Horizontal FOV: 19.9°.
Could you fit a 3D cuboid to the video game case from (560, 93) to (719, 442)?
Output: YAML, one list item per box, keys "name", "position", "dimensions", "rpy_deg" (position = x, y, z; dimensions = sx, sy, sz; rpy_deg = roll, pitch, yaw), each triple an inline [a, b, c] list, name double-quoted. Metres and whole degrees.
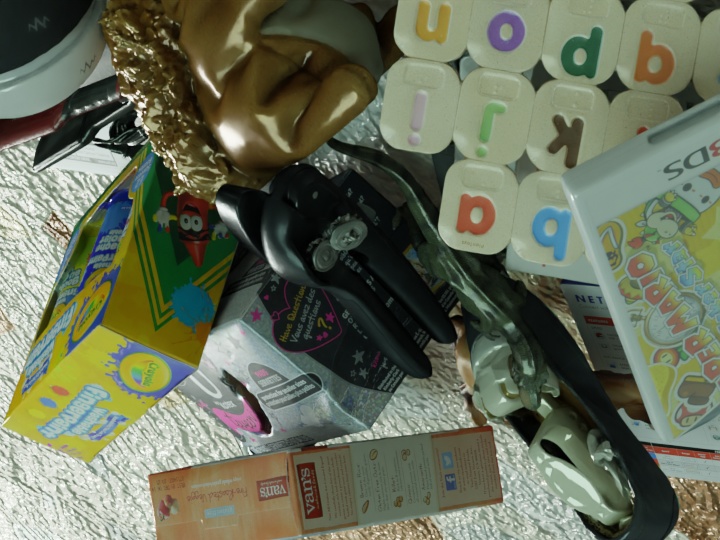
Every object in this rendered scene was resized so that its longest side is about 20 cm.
- name: "video game case"
  position: [0.214, -0.016, 1.085]
  dimensions: [0.200, 0.182, 0.023]
  rpy_deg: [64, 179, -41]

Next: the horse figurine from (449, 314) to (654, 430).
- name: "horse figurine"
  position: [0.116, 0.079, 1.333]
  dimensions: [0.200, 0.050, 0.133]
  rpy_deg: [34, 157, 34]

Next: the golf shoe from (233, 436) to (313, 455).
- name: "golf shoe"
  position: [-0.087, 0.079, 1.544]
  dimensions: [0.094, 0.078, 0.200]
  rpy_deg: [29, 147, 36]

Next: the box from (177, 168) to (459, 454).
- name: "box"
  position: [-0.040, 0.033, 1.352]
  dimensions: [0.115, 0.132, 0.200]
  rpy_deg: [41, 158, -11]

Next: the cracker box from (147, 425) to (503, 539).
- name: "cracker box"
  position: [-0.021, 0.142, 1.345]
  dimensions: [0.134, 0.200, 0.058]
  rpy_deg: [-14, 83, 41]

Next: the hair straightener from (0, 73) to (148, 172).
- name: "hair straightener"
  position: [-0.162, -0.104, 1.368]
  dimensions: [0.077, 0.041, 0.200]
  rpy_deg: [29, 146, -35]

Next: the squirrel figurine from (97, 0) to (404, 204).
- name: "squirrel figurine"
  position: [-0.087, -0.146, 1.186]
  dimensions: [0.187, 0.142, 0.200]
  rpy_deg: [47, 128, -8]

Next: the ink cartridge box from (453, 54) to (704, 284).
- name: "ink cartridge box"
  position: [0.147, -0.050, 1.160]
  dimensions: [0.199, 0.068, 0.117]
  rpy_deg: [9, 141, 7]

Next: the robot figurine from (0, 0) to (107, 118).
- name: "robot figurine"
  position: [-0.230, -0.185, 1.225]
  dimensions: [0.150, 0.125, 0.200]
  rpy_deg: [-19, 132, 7]

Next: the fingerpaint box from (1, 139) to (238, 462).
- name: "fingerpaint box"
  position: [-0.153, 0.014, 1.358]
  dimensions: [0.073, 0.167, 0.200]
  rpy_deg: [25, 149, -17]

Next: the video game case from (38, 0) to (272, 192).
- name: "video game case"
  position: [-0.157, -0.130, 1.372]
  dimensions: [0.199, 0.023, 0.182]
  rpy_deg: [9, 140, 30]

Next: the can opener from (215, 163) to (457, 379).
- name: "can opener"
  position: [0.000, 0.000, 1.198]
  dimensions: [0.200, 0.063, 0.079]
  rpy_deg: [39, 179, -43]

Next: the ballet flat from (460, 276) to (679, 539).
- name: "ballet flat"
  position: [0.115, 0.086, 1.238]
  dimensions: [0.200, 0.073, 0.073]
  rpy_deg: [53, 148, 14]

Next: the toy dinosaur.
- name: "toy dinosaur"
  position: [0.053, -0.011, 1.206]
  dimensions: [0.047, 0.088, 0.200]
  rpy_deg: [-39, 97, 9]

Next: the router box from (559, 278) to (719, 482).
- name: "router box"
  position: [0.244, 0.061, 1.275]
  dimensions: [0.199, 0.049, 0.180]
  rpy_deg: [5, 137, 33]

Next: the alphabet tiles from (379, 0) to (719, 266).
- name: "alphabet tiles"
  position: [0.114, -0.100, 1.088]
  dimensions: [0.199, 0.015, 0.196]
  rpy_deg: [9, 98, 6]

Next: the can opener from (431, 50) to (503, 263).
- name: "can opener"
  position: [0.072, -0.078, 1.234]
  dimensions: [0.066, 0.053, 0.200]
  rpy_deg: [16, 142, 23]
